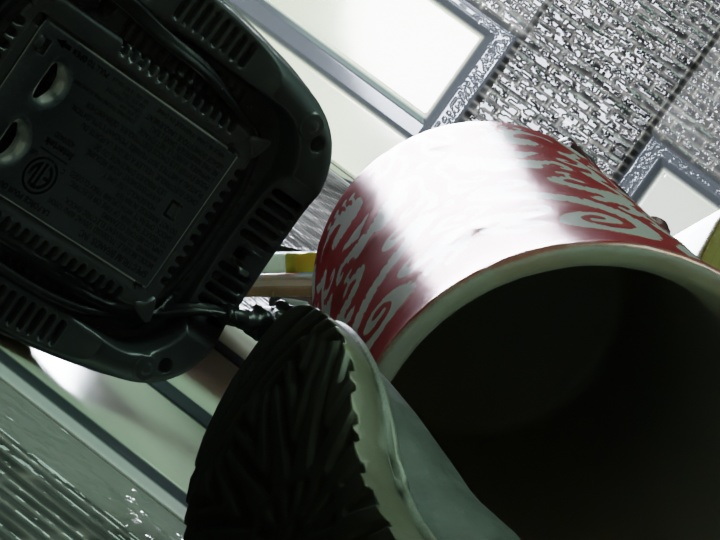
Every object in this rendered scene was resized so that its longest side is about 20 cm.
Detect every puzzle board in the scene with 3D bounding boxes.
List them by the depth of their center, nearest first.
[{"bbox_3d":[0.000,0.000,0.994,0.149,0.018,0.200,0,0,6],"label":"puzzle board"}]

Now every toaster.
[{"bbox_3d":[-0.101,-0.053,0.769,0.200,0.114,0.129,33,3,-41],"label":"toaster"}]

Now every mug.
[{"bbox_3d":[0.065,0.042,0.765,0.177,0.134,0.200,30,10,-14],"label":"mug"}]

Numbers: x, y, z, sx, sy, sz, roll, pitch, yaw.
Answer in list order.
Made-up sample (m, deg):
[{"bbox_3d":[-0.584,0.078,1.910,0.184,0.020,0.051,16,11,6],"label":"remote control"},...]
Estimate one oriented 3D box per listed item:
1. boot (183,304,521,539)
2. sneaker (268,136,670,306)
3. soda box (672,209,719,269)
[{"bbox_3d":[0.063,0.102,0.613,0.199,0.073,0.182,24,23,-28],"label":"boot"},{"bbox_3d":[0.057,-0.007,1.180,0.199,0.116,0.076,11,-13,36],"label":"sneaker"},{"bbox_3d":[0.102,0.046,1.011,0.068,0.064,0.200,36,-28,-11],"label":"soda box"}]
